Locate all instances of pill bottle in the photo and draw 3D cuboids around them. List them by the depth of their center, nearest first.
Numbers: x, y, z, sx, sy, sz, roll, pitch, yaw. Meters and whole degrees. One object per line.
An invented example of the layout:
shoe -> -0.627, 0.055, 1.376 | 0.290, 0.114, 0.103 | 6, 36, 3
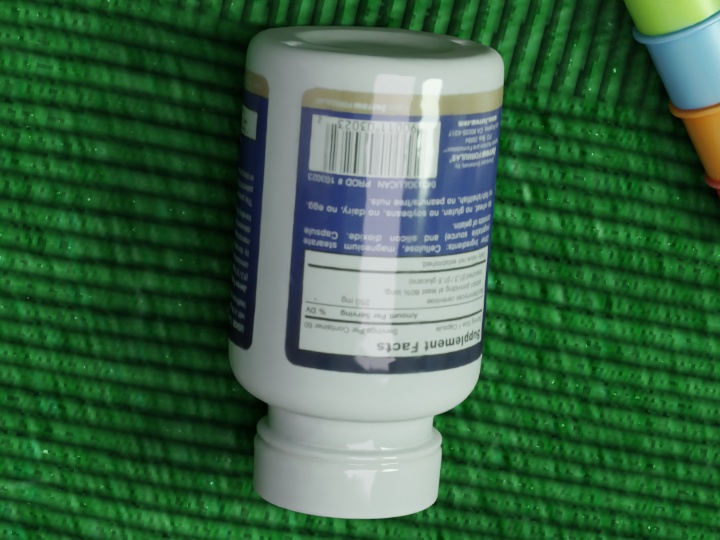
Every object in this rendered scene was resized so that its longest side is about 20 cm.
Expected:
pill bottle -> 0.000, 0.000, 1.225 | 0.111, 0.111, 0.200 | 1, 103, -16

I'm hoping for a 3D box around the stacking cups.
stacking cups -> 0.158, -0.102, 1.276 | 0.060, 0.061, 0.200 | -32, 111, -7
